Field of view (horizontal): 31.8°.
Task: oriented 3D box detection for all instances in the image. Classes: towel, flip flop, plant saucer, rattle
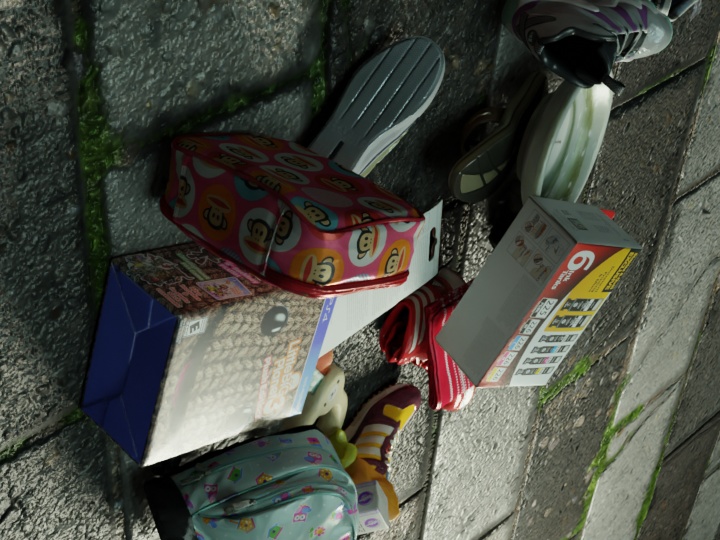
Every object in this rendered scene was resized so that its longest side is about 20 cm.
[{"bbox_3d":[0.150,0.065,1.474,0.199,0.022,0.145,-28,130,-32],"label":"towel"},{"bbox_3d":[0.143,-0.148,1.364,0.200,0.057,0.081,-54,157,-33],"label":"flip flop"},{"bbox_3d":[0.218,-0.140,1.401,0.200,0.050,0.201,-48,152,-37],"label":"plant saucer"},{"bbox_3d":[-0.019,0.170,1.356,0.130,0.143,0.201,-16,133,-42],"label":"rattle"}]

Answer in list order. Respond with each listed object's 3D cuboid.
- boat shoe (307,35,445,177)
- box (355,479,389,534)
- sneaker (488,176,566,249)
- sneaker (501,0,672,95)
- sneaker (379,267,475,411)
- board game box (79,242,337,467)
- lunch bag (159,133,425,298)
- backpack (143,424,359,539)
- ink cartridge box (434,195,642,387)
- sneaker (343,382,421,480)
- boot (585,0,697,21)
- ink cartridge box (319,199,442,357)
[{"bbox_3d":[0.003,-0.135,1.188,0.200,0.072,0.062,-48,173,-5],"label":"boat shoe"},{"bbox_3d":[-0.069,0.272,1.362,0.199,0.039,0.042,-14,134,12],"label":"box"},{"bbox_3d":[0.195,-0.032,1.533,0.091,0.076,0.201,-28,130,-27],"label":"sneaker"},{"bbox_3d":[0.250,-0.222,1.288,0.199,0.140,0.078,1,130,-21],"label":"sneaker"},{"bbox_3d":[0.071,0.099,1.491,0.115,0.078,0.201,-25,126,-26],"label":"sneaker"},{"bbox_3d":[-0.134,0.064,1.145,0.199,0.097,0.160,-14,130,-47],"label":"board game box"},{"bbox_3d":[-0.049,-0.053,1.054,0.176,0.200,0.082,-10,122,-48],"label":"lunch bag"},{"bbox_3d":[-0.103,0.245,1.275,0.199,0.127,0.167,-19,136,-12],"label":"backpack"},{"bbox_3d":[0.208,0.027,1.391,0.175,0.084,0.201,3,127,-47],"label":"ink cartridge box"},{"bbox_3d":[0.016,0.218,1.494,0.200,0.090,0.075,-40,145,-22],"label":"sneaker"},{"bbox_3d":[0.295,-0.307,1.374,0.200,0.095,0.074,-28,139,-37],"label":"boot"},{"bbox_3d":[0.000,0.000,1.310,0.200,0.050,0.109,-34,142,-33],"label":"ink cartridge box"}]
